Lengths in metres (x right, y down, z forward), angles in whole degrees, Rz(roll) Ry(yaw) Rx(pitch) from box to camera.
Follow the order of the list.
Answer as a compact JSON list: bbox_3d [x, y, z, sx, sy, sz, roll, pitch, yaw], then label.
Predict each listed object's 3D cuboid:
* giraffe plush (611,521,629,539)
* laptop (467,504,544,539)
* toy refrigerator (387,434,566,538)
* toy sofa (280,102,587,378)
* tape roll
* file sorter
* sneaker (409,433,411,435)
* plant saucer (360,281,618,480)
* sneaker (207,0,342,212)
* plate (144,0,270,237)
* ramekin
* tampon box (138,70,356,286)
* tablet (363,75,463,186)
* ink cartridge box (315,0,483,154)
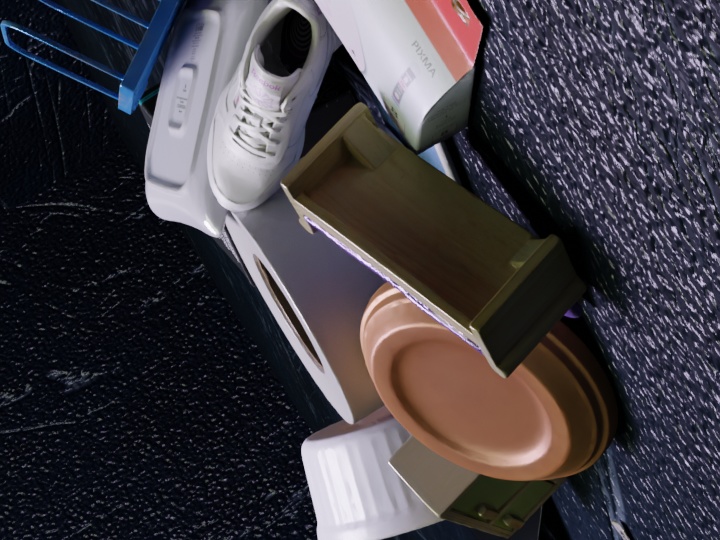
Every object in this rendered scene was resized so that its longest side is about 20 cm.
[{"bbox_3d":[0.186,0.327,1.645,0.200,0.162,0.173,58,172,7],"label":"giraffe plush"},{"bbox_3d":[0.175,0.252,2.020,0.200,0.103,0.177,34,-172,-32],"label":"laptop"},{"bbox_3d":[0.100,0.164,1.685,0.070,0.076,0.200,46,-175,22],"label":"toy refrigerator"},{"bbox_3d":[0.049,-0.015,1.367,0.200,0.083,0.098,37,167,32],"label":"toy sofa"},{"bbox_3d":[0.000,0.000,1.621,0.203,0.139,0.203,57,173,11],"label":"tape roll"},{"bbox_3d":[-0.196,-0.251,1.694,0.123,0.200,0.139,26,174,-6],"label":"file sorter"},{"bbox_3d":[0.081,0.084,1.794,0.075,0.079,0.200,36,-156,-27],"label":"sneaker"},{"bbox_3d":[0.085,0.083,1.471,0.200,0.037,0.200,22,144,17],"label":"plant saucer"},{"bbox_3d":[-0.071,-0.128,1.501,0.075,0.200,0.100,27,-155,8],"label":"sneaker"},{"bbox_3d":[-0.130,-0.134,1.656,0.200,0.032,0.200,-160,82,-70],"label":"plate"},{"bbox_3d":[0.042,0.174,1.901,0.200,0.200,0.098,176,76,-81],"label":"ramekin"},{"bbox_3d":[-0.085,-0.105,1.822,0.200,0.150,0.126,47,164,58],"label":"tampon box"},{"bbox_3d":[0.050,-0.083,1.555,0.130,0.014,0.200,49,168,52],"label":"tablet"},{"bbox_3d":[0.014,-0.175,1.323,0.163,0.057,0.200,58,177,11],"label":"ink cartridge box"}]
